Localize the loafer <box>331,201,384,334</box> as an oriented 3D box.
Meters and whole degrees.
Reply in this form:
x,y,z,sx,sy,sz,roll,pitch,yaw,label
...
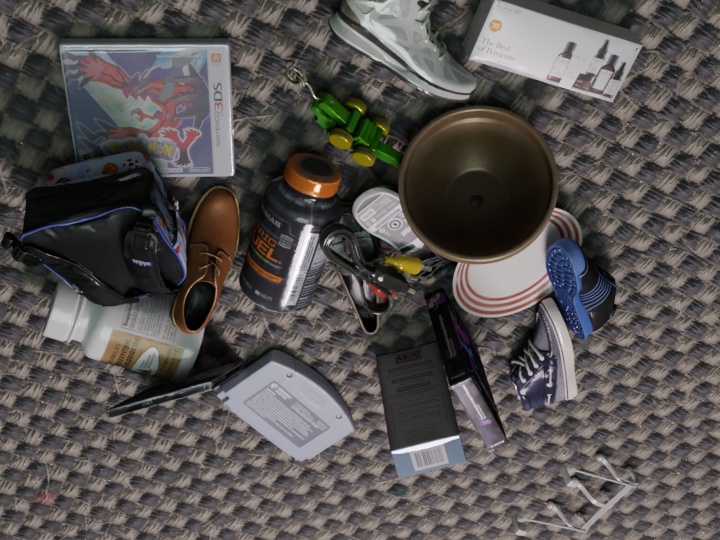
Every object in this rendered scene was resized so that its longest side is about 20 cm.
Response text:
x,y,z,sx,sy,sz,roll,pitch,yaw,label
0.000,0.000,1.358,0.071,0.063,0.201,-14,126,4,loafer

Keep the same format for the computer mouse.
x,y,z,sx,sy,sz,roll,pitch,yaw,label
0.068,-0.061,1.338,0.109,0.044,0.200,-35,128,23,computer mouse

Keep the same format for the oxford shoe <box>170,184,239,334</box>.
x,y,z,sx,sy,sz,roll,pitch,yaw,label
-0.195,-0.012,1.283,0.071,0.071,0.201,12,91,-19,oxford shoe

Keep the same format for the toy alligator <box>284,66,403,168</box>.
x,y,z,sx,sy,sz,roll,pitch,yaw,label
-0.028,-0.186,1.230,0.200,0.060,0.054,35,156,-27,toy alligator

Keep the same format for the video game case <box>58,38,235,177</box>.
x,y,z,sx,sy,sz,roll,pitch,yaw,label
-0.257,-0.197,1.212,0.199,0.023,0.183,-1,126,-5,video game case

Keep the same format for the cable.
x,y,z,sx,sy,sz,roll,pitch,yaw,label
0.004,-0.004,1.305,0.200,0.050,0.097,29,117,-38,cable

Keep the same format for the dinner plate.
x,y,z,sx,sy,sz,roll,pitch,yaw,label
0.217,-0.014,1.376,0.199,0.024,0.201,-13,135,-14,dinner plate

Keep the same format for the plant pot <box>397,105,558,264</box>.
x,y,z,sx,sy,sz,roll,pitch,yaw,label
0.148,-0.100,1.259,0.200,0.202,0.093,-12,167,2,plant pot

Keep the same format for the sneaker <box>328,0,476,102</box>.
x,y,z,sx,sy,sz,roll,pitch,yaw,label
0.074,-0.283,1.154,0.200,0.076,0.116,26,121,-20,sneaker

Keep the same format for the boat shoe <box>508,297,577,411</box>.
x,y,z,sx,sy,sz,roll,pitch,yaw,label
0.266,0.134,1.477,0.092,0.075,0.201,-20,127,-2,boat shoe

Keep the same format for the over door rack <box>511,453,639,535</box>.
x,y,z,sx,sy,sz,roll,pitch,yaw,label
0.358,0.377,1.660,0.199,0.067,0.148,11,126,-40,over door rack

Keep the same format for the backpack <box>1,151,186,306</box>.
x,y,z,sx,sy,sz,roll,pitch,yaw,label
-0.307,-0.044,1.229,0.199,0.155,0.191,-7,142,11,backpack

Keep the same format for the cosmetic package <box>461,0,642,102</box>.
x,y,z,sx,sy,sz,roll,pitch,yaw,label
0.232,-0.274,1.195,0.199,0.051,0.083,12,123,-15,cosmetic package

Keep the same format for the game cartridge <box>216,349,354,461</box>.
x,y,z,sx,sy,sz,roll,pitch,yaw,label
-0.107,0.208,1.515,0.133,0.042,0.200,-37,122,14,game cartridge

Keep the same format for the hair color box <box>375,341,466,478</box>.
x,y,z,sx,sy,sz,roll,pitch,yaw,label
0.084,0.198,1.426,0.098,0.200,0.061,-14,126,4,hair color box

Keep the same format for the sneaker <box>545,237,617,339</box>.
x,y,z,sx,sy,sz,roll,pitch,yaw,label
0.318,0.013,1.395,0.078,0.070,0.200,-37,139,-11,sneaker

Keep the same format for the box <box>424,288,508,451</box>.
x,y,z,sx,sy,sz,roll,pitch,yaw,label
0.148,0.137,1.390,0.036,0.200,0.143,-24,125,11,box

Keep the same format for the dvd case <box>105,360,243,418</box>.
x,y,z,sx,sy,sz,roll,pitch,yaw,label
-0.254,0.165,1.383,0.148,0.200,0.016,-16,90,6,dvd case

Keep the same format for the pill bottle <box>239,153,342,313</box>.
x,y,z,sx,sy,sz,roll,pitch,yaw,label
-0.086,-0.052,1.286,0.106,0.106,0.201,12,123,-14,pill bottle

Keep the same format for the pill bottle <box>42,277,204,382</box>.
x,y,z,sx,sy,sz,roll,pitch,yaw,label
-0.322,0.074,1.344,0.199,0.115,0.115,18,122,-18,pill bottle
